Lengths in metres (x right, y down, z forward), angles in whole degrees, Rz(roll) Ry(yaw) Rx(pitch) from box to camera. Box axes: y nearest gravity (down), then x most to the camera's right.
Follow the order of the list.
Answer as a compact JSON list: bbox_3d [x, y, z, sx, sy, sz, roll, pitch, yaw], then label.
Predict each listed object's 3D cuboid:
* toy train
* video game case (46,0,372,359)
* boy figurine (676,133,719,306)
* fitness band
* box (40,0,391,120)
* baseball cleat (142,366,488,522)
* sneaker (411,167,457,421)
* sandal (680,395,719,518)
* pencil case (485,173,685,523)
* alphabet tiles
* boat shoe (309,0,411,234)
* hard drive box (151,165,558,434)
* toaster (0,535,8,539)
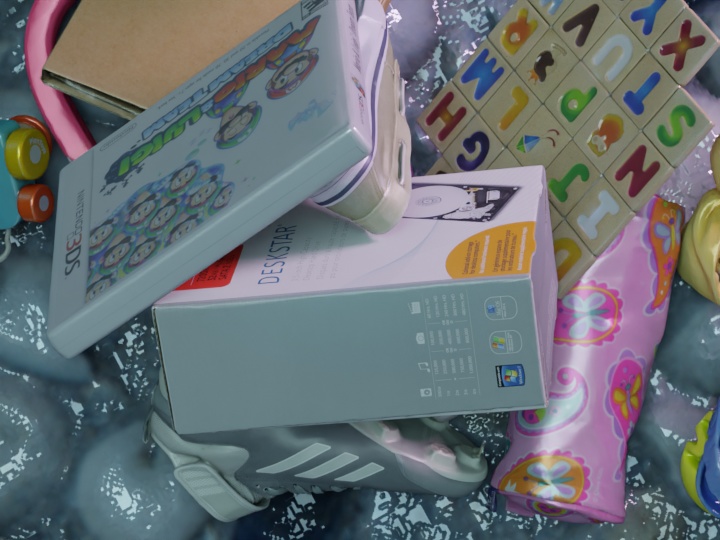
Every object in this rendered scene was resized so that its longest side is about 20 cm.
[{"bbox_3d":[-0.262,-0.087,1.655,0.200,0.056,0.150,45,130,1],"label":"toy train"},{"bbox_3d":[-0.082,-0.058,1.469,0.199,0.182,0.024,-34,117,15],"label":"video game case"},{"bbox_3d":[0.248,-0.063,1.568,0.200,0.124,0.065,-47,48,18],"label":"boy figurine"},{"bbox_3d":[-0.115,-0.106,1.654,0.143,0.037,0.201,-33,83,0],"label":"fitness band"},{"bbox_3d":[-0.072,-0.159,1.616,0.163,0.021,0.201,22,61,8],"label":"box"},{"bbox_3d":[-0.029,0.108,1.616,0.199,0.070,0.107,22,114,1],"label":"baseball cleat"},{"bbox_3d":[0.000,0.000,1.600,0.099,0.075,0.201,-20,79,-16],"label":"sneaker"},{"bbox_3d":[0.239,0.061,1.543,0.079,0.087,0.201,14,107,-1],"label":"sandal"},{"bbox_3d":[0.129,0.047,1.588,0.087,0.087,0.202,12,87,8],"label":"pencil case"},{"bbox_3d":[0.113,-0.085,1.580,0.200,0.006,0.167,-49,50,16],"label":"alphabet tiles"},{"bbox_3d":[-0.007,-0.085,1.513,0.072,0.201,0.062,-34,116,23],"label":"boat shoe"},{"bbox_3d":[0.002,0.015,1.478,0.198,0.156,0.077,-6,113,8],"label":"hard drive box"},{"bbox_3d":[-0.267,0.212,1.583,0.128,0.200,0.114,14,124,4],"label":"toaster"}]
